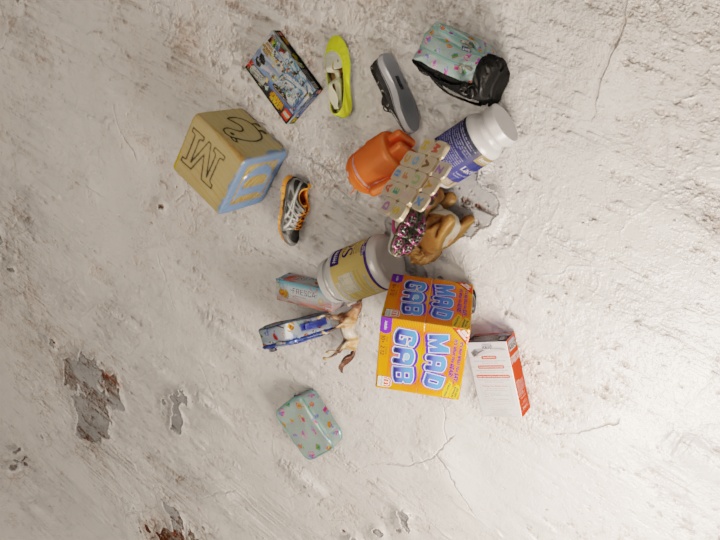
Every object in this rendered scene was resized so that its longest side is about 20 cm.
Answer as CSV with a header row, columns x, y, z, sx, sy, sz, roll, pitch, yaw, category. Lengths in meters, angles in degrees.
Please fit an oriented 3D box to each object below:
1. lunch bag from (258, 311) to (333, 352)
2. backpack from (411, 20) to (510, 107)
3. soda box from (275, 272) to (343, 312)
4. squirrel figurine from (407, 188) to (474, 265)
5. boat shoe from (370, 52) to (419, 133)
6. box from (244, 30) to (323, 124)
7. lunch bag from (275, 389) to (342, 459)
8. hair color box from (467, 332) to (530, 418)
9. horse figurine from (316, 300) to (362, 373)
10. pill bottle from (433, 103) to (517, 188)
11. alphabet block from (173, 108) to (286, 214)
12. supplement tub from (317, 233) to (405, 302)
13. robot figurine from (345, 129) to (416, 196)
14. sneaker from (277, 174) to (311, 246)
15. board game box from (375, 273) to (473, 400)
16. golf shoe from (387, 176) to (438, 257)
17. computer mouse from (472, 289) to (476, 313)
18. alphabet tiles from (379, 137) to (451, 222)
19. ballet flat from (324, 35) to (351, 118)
x,y,z,sx,sy,sz,roll,pitch,yaw,category
-0.179,0.170,1.841,0.160,0.200,0.076,-15,89,36,lunch bag
0.215,-0.447,1.414,0.200,0.167,0.127,35,102,22,backpack
-0.146,0.061,1.867,0.199,0.064,0.069,11,112,29,soda box
0.142,-0.123,1.574,0.187,0.141,0.200,47,123,19,squirrel figurine
0.075,-0.413,1.559,0.066,0.070,0.201,-23,92,44,boat shoe
-0.204,-0.508,1.726,0.137,0.040,0.200,-39,83,35,box
-0.161,0.471,2.008,0.160,0.077,0.200,-39,83,37,lunch bag
0.340,0.258,1.615,0.111,0.064,0.201,-6,104,36,hair color box
-0.048,0.180,1.823,0.050,0.132,0.201,26,129,58,horse figurine
0.243,-0.278,1.463,0.200,0.116,0.116,-30,88,37,pill bottle
-0.359,-0.304,1.805,0.200,0.195,0.197,43,122,12,alphabet block
0.000,0.000,1.699,0.200,0.145,0.146,-20,94,36,supplement tub
0.044,-0.260,1.599,0.200,0.117,0.144,-30,88,37,robot figurine
-0.179,-0.160,1.808,0.077,0.078,0.201,12,114,20,sneaker
0.152,0.153,1.554,0.199,0.200,0.201,8,120,7,board game box
0.107,-0.123,1.479,0.092,0.072,0.201,10,74,55,golf shoe
0.251,0.122,1.651,0.058,0.034,0.201,13,120,5,computer mouse
0.118,-0.202,1.444,0.200,0.015,0.196,-57,30,3,alphabet tiles
-0.059,-0.479,1.624,0.067,0.067,0.201,3,107,33,ballet flat
